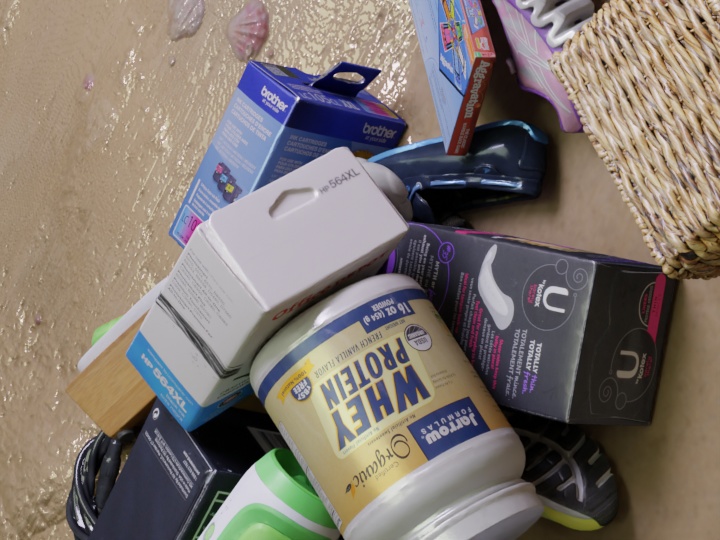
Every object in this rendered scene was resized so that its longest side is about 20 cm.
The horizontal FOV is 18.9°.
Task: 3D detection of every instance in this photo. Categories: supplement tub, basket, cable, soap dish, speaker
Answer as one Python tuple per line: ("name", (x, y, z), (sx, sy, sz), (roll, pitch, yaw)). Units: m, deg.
("supplement tub", (0.028, 0.119, 1.537), (0.144, 0.144, 0.200), (-43, 70, 31))
("basket", (0.255, -0.112, 1.483), (0.149, 0.143, 0.200), (-45, 61, 37))
("cable", (-0.189, 0.200, 1.942), (0.200, 0.051, 0.163), (-34, 57, 39))
("soap dish", (-0.116, 0.083, 1.774), (0.157, 0.200, 0.081), (-41, 54, 31))
("speaker", (-0.092, 0.232, 1.606), (0.200, 0.088, 0.088), (-55, 51, 12))

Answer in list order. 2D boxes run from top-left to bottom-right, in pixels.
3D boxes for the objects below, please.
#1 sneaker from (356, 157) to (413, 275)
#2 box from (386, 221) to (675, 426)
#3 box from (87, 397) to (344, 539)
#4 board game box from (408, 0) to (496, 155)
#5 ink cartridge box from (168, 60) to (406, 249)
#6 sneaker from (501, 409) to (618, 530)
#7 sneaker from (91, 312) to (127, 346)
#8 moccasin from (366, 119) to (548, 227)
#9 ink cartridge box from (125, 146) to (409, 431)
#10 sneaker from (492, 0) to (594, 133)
("sneaker", (0.000, 0.000, 1.700), (0.081, 0.200, 0.083), (25, 58, 36))
("box", (0.120, 0.038, 1.619), (0.200, 0.106, 0.122), (14, 95, 44))
("box", (-0.101, 0.223, 1.730), (0.123, 0.200, 0.198), (47, 116, 50))
("board game box", (0.069, -0.196, 1.689), (0.103, 0.019, 0.200), (103, 162, -46))
("ink cartridge box", (-0.054, -0.090, 1.786), (0.076, 0.136, 0.200), (39, 111, 38))
("sneaker", (0.112, 0.157, 1.644), (0.200, 0.078, 0.090), (24, 131, 35))
("sneaker", (-0.154, 0.060, 1.917), (0.200, 0.077, 0.084), (-24, 85, 43))
("moccasin", (0.058, -0.064, 1.712), (0.200, 0.080, 0.068), (-20, 66, 41))
("ink cartridge box", (-0.071, 0.015, 1.585), (0.084, 0.146, 0.200), (52, 146, 11))
("sneaker", (0.136, -0.183, 1.638), (0.200, 0.080, 0.088), (52, 136, 11))
